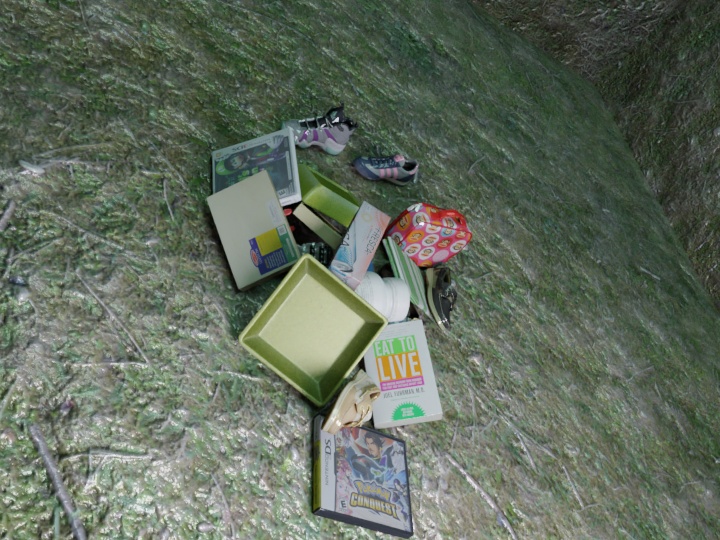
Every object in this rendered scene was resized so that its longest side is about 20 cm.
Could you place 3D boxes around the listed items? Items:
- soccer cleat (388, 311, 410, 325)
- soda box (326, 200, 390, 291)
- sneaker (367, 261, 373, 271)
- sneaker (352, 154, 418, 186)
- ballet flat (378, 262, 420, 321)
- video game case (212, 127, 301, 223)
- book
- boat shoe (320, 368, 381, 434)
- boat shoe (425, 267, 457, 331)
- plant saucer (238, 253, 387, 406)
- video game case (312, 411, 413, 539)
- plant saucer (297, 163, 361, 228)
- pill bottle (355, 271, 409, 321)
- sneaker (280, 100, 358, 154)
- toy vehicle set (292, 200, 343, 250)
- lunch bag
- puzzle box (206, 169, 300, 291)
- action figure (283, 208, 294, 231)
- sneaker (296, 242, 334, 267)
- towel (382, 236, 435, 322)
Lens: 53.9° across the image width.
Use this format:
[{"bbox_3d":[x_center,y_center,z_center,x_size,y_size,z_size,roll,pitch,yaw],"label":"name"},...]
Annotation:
[{"bbox_3d":[0.076,0.145,1.498,0.085,0.070,0.202,-6,58,-24],"label":"soccer cleat"},{"bbox_3d":[-0.008,-0.042,1.365,0.068,0.064,0.201,30,46,-5],"label":"soda box"},{"bbox_3d":[0.000,0.000,1.557,0.078,0.066,0.201,43,34,-25],"label":"sneaker"},{"bbox_3d":[0.069,-0.283,1.874,0.198,0.082,0.071,3,53,-43],"label":"sneaker"},{"bbox_3d":[0.096,0.065,1.597,0.067,0.046,0.202,10,49,-41],"label":"ballet flat"},{"bbox_3d":[-0.216,-0.195,1.444,0.023,0.180,0.202,65,12,-52],"label":"video game case"},{"bbox_3d":[0.076,0.204,1.394,0.132,0.048,0.202,-8,57,-5],"label":"book"},{"bbox_3d":[-0.009,0.240,1.263,0.069,0.074,0.200,34,24,7],"label":"boat shoe"},{"bbox_3d":[0.194,0.056,1.660,0.202,0.065,0.072,-92,156,-54],"label":"boat shoe"},{"bbox_3d":[-0.087,0.106,1.283,0.199,0.201,0.048,39,-3,-9],"label":"plant saucer"},{"bbox_3d":[0.004,0.358,1.243,0.198,0.025,0.182,25,41,-27],"label":"video game case"},{"bbox_3d":[-0.066,-0.164,1.574,0.198,0.048,0.200,28,14,-31],"label":"plant saucer"},{"bbox_3d":[-0.008,0.059,1.409,0.198,0.115,0.115,1,53,-27],"label":"pill bottle"},{"bbox_3d":[-0.091,-0.367,1.742,0.198,0.140,0.078,2,54,-44],"label":"sneaker"},{"bbox_3d":[-0.086,-0.097,1.499,0.124,0.027,0.200,41,4,-8],"label":"toy vehicle set"},{"bbox_3d":[0.169,-0.088,1.708,0.198,0.176,0.083,11,48,-39],"label":"lunch bag"},{"bbox_3d":[-0.203,-0.076,1.353,0.025,0.132,0.202,52,15,-74],"label":"puzzle box"},{"bbox_3d":[-0.170,-0.156,1.476,0.098,0.066,0.200,-22,42,-21],"label":"action figure"},{"bbox_3d":[-0.155,-0.028,1.422,0.197,0.081,0.076,12,76,-14],"label":"sneaker"},{"bbox_3d":[0.112,0.022,1.606,0.200,0.023,0.154,41,28,-58],"label":"towel"}]
